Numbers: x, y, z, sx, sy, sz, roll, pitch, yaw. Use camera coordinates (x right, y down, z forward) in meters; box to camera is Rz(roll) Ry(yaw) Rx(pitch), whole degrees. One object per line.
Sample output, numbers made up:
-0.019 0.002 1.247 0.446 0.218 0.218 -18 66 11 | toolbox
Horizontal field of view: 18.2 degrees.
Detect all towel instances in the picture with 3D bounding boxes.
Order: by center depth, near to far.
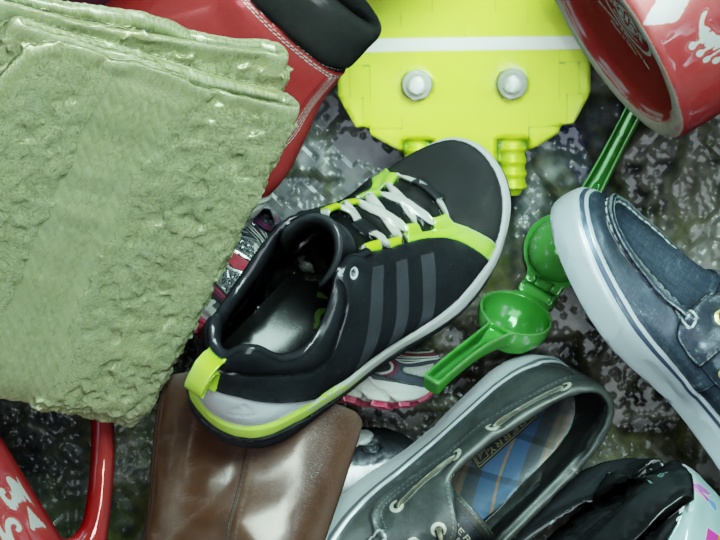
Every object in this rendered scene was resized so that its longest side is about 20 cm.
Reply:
-0.122 -0.023 0.968 0.148 0.037 0.200 12 117 -26 | towel

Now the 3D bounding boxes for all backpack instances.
0.110 0.185 1.051 0.127 0.167 0.200 44 86 -18 | backpack

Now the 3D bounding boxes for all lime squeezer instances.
0.084 -0.006 1.074 0.038 0.071 0.200 21 61 32 | lime squeezer

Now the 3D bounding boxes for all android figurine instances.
0.049 -0.135 1.074 0.182 0.041 0.201 1 93 1 | android figurine

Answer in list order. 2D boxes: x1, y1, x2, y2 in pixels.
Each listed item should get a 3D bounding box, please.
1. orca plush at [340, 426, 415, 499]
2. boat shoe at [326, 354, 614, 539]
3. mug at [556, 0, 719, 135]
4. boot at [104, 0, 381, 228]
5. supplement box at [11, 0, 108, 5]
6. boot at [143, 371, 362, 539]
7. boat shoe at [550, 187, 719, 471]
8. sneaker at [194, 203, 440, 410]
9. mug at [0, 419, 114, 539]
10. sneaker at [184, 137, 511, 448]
-0.062 0.127 1.098 0.200 0.071 0.105 -40 137 9 | orca plush
0.039 0.114 1.044 0.200 0.057 0.069 -46 115 -17 | boat shoe
0.201 -0.147 0.982 0.200 0.178 0.134 -33 132 -6 | mug
-0.094 -0.130 1.002 0.200 0.072 0.144 35 115 -1 | boot
-0.152 -0.213 0.934 0.110 0.086 0.200 -34 74 36 | supplement box
-0.017 0.137 0.984 0.186 0.064 0.200 11 60 4 | boot
0.178 0.026 1.034 0.091 0.071 0.200 -33 105 30 | boat shoe
-0.049 0.006 1.066 0.200 0.081 0.075 28 89 0 | sneaker
-0.191 0.106 1.018 0.177 0.133 0.200 -39 73 8 | mug
0.000 0.000 0.991 0.072 0.083 0.200 33 61 21 | sneaker
